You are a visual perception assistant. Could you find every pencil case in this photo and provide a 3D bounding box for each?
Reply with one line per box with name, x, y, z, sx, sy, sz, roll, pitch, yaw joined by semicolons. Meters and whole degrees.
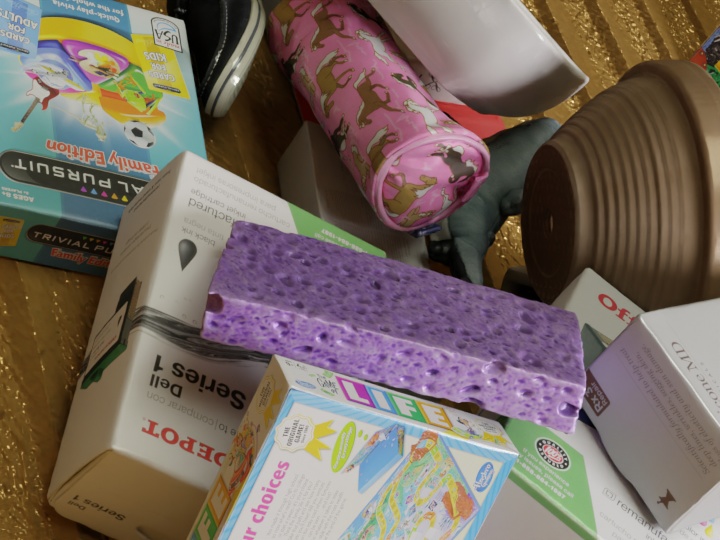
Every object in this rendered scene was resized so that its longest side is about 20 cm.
pencil case;0.009;-0.111;1.306;0.082;0.087;0.200;-27;47;-7

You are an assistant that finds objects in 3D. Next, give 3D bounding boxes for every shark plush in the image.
shark plush;0.083;-0.050;1.335;0.200;0.082;0.092;-56;136;-65

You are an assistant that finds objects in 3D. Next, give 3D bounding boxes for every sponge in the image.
sponge;0.019;0.027;1.059;0.198;0.030;0.112;15;21;-3

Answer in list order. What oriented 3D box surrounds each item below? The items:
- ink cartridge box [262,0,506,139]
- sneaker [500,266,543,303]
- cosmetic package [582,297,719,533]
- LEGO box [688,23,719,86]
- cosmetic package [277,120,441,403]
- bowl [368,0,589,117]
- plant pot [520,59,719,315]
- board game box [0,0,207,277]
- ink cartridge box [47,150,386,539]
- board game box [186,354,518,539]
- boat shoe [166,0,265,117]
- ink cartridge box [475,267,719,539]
ink cartridge box;0.034;-0.141;1.469;0.198;0.045;0.177;5;49;-35
sneaker;0.140;0.074;1.337;0.098;0.078;0.201;6;40;-26
cosmetic package;0.221;0.070;1.127;0.199;0.074;0.102;-9;57;-47
LEGO box;0.401;-0.156;1.747;0.199;0.077;0.150;-11;60;-44
cosmetic package;0.000;0.000;1.302;0.082;0.051;0.201;14;45;-25
bowl;0.057;-0.181;1.338;0.200;0.075;0.200;50;8;12
plant pot;0.159;-0.031;1.255;0.092;0.202;0.202;-1;51;-16
board game box;-0.172;-0.089;1.253;0.150;0.047;0.201;12;46;-30
ink cartridge box;-0.076;0.059;1.127;0.145;0.084;0.201;26;52;-22
board game box;-0.022;0.152;1.026;0.133;0.201;0.034;18;19;-25
boat shoe;-0.101;-0.175;1.374;0.062;0.075;0.201;18;39;-17
ink cartridge box;0.136;0.113;1.142;0.145;0.088;0.200;39;36;-1
